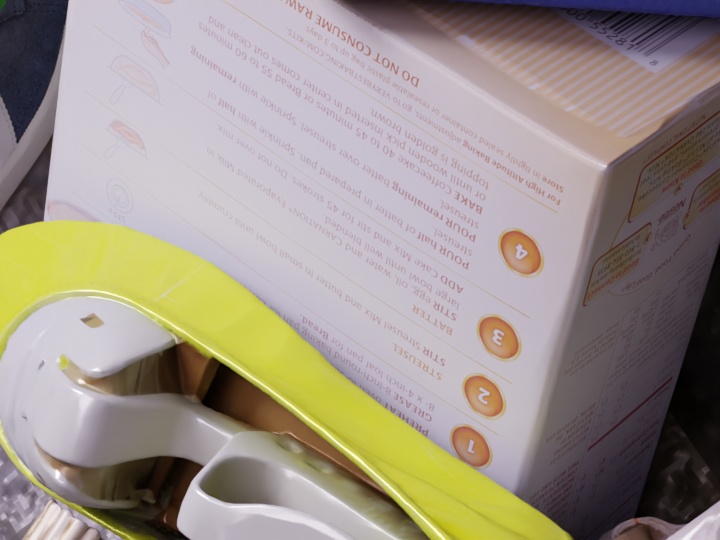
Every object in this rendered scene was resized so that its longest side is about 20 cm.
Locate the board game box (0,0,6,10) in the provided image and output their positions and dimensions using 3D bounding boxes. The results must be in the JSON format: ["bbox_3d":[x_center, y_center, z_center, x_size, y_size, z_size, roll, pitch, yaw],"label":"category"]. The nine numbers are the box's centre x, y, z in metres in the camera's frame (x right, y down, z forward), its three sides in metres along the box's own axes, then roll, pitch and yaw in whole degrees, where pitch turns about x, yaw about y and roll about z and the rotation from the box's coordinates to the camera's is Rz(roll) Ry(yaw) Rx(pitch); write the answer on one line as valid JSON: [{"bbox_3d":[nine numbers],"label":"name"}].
[{"bbox_3d":[-0.184,-0.123,0.803,0.200,0.040,0.153,28,88,9],"label":"board game box"}]

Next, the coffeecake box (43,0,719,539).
[{"bbox_3d":[0.000,0.000,0.730,0.153,0.073,0.200,34,135,24],"label":"coffeecake box"}]

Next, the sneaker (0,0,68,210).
[{"bbox_3d":[-0.143,-0.040,0.849,0.075,0.085,0.200,21,89,25],"label":"sneaker"}]

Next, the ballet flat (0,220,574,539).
[{"bbox_3d":[-0.033,0.044,0.676,0.200,0.067,0.067,30,109,28],"label":"ballet flat"}]

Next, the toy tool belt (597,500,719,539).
[{"bbox_3d":[0.104,0.102,0.711,0.125,0.123,0.200,26,84,21],"label":"toy tool belt"}]

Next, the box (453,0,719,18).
[{"bbox_3d":[0.090,-0.112,0.625,0.200,0.032,0.121,2,118,-8],"label":"box"}]

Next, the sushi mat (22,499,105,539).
[{"bbox_3d":[-0.090,0.161,0.675,0.096,0.012,0.200,36,83,-8],"label":"sushi mat"}]
